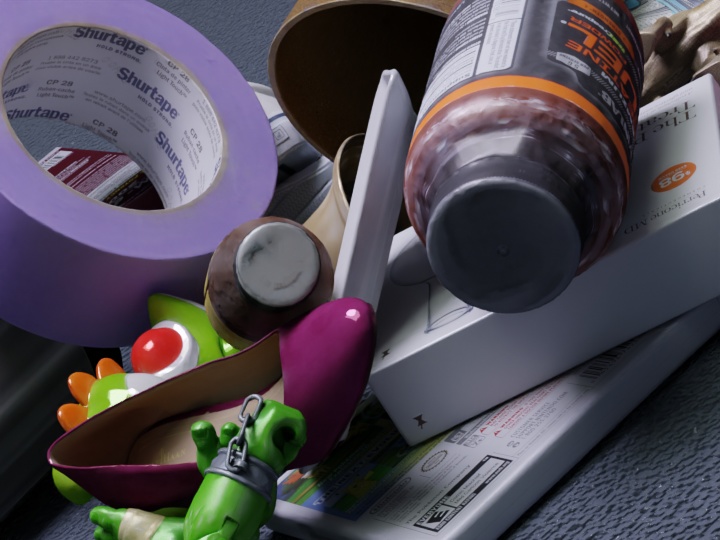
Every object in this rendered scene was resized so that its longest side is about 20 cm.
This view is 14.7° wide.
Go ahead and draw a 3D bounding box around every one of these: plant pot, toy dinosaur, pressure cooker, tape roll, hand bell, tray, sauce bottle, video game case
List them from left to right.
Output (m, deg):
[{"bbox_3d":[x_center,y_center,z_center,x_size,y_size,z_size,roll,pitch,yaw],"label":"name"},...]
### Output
[{"bbox_3d":[-0.238,0.057,1.641,0.175,0.179,0.200,14,47,39],"label":"pressure cooker"},{"bbox_3d":[-0.153,-0.061,1.571,0.085,0.200,0.200,-54,1,44],"label":"tape roll"},{"bbox_3d":[-0.045,0.007,1.388,0.065,0.065,0.200,-35,0,-5],"label":"sauce bottle"},{"bbox_3d":[-0.046,0.018,1.596,0.200,0.104,0.104,-35,16,29],"label":"hand bell"},{"bbox_3d":[0.000,0.000,1.387,0.107,0.022,0.201,-109,32,-86],"label":"tray"},{"bbox_3d":[0.066,-0.166,1.600,0.186,0.186,0.201,-13,45,42],"label":"plant pot"},{"bbox_3d":[0.062,0.070,1.376,0.200,0.022,0.182,-42,22,-20],"label":"video game case"},{"bbox_3d":[0.175,-0.122,1.498,0.200,0.058,0.101,-46,2,23],"label":"toy dinosaur"}]

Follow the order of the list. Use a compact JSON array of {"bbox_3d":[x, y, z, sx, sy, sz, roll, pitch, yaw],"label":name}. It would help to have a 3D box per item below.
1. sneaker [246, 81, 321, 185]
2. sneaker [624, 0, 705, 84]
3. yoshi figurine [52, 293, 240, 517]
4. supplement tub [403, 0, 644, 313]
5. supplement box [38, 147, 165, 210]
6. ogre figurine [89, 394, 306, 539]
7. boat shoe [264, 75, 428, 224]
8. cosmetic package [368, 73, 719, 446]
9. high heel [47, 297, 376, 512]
[{"bbox_3d":[-0.058,-0.081,1.731,0.073,0.071,0.200,-39,-9,-2],"label":"sneaker"},{"bbox_3d":[0.159,-0.133,1.624,0.086,0.078,0.200,-48,24,-28],"label":"sneaker"},{"bbox_3d":[-0.086,0.090,1.488,0.112,0.113,0.200,20,30,21],"label":"yoshi figurine"},{"bbox_3d":[0.078,-0.060,1.323,0.107,0.107,0.200,-24,25,22],"label":"supplement tub"},{"bbox_3d":[-0.147,-0.016,1.759,0.061,0.109,0.200,-39,22,-21],"label":"supplement box"},{"bbox_3d":[-0.089,0.151,1.298,0.200,0.098,0.120,-27,29,37],"label":"ogre figurine"},{"bbox_3d":[-0.013,-0.032,1.680,0.200,0.074,0.067,-40,-10,-5],"label":"boat shoe"},{"bbox_3d":[0.101,-0.007,1.391,0.199,0.052,0.151,-27,24,16],"label":"cosmetic package"},{"bbox_3d":[-0.070,0.065,1.322,0.200,0.096,0.068,-49,38,45],"label":"high heel"}]
